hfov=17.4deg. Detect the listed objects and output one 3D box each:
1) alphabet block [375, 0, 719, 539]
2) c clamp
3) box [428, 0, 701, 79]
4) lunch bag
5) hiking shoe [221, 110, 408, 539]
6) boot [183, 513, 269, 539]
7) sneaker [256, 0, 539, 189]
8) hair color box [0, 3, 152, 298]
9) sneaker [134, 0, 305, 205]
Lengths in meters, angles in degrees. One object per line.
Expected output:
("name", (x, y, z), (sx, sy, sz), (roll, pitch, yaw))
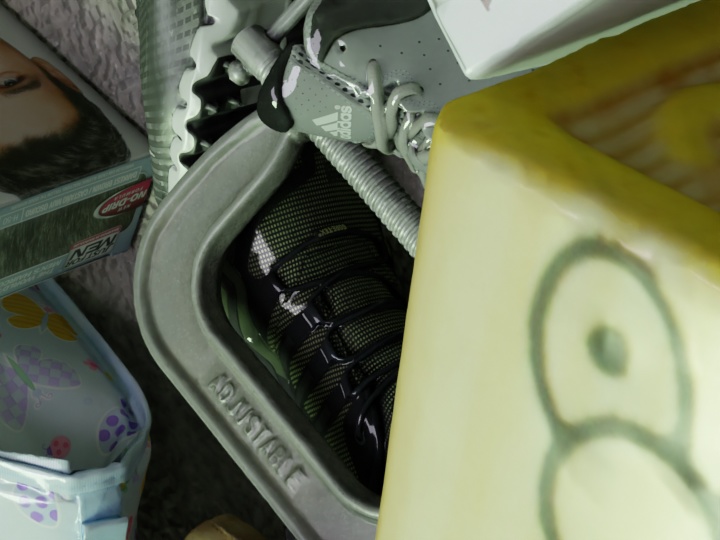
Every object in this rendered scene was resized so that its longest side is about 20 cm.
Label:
("alphabet block", (0.132, 0.058, 0.601), (0.195, 0.196, 0.201), (30, 127, 31))
("c clamp", (0.000, 0.000, 0.810), (0.171, 0.027, 0.200), (-42, 70, 18))
("box", (0.071, -0.149, 0.622), (0.106, 0.200, 0.153), (-31, 86, 27))
("lunch bag", (-0.160, 0.109, 1.011), (0.200, 0.127, 0.170), (42, 136, 47))
("hiking shoe", (0.008, 0.033, 0.864), (0.100, 0.076, 0.201), (-4, 104, 53))
("boot", (0.003, 0.214, 0.951), (0.200, 0.066, 0.176), (28, 120, 36))
("sneaker", (0.024, -0.028, 0.746), (0.075, 0.115, 0.201), (106, 164, -62))
("hair color box", (-0.190, -0.076, 1.004), (0.200, 0.099, 0.061), (42, 132, 23))
("sneaker", (-0.062, -0.115, 0.888), (0.090, 0.066, 0.201), (27, 121, 38))
